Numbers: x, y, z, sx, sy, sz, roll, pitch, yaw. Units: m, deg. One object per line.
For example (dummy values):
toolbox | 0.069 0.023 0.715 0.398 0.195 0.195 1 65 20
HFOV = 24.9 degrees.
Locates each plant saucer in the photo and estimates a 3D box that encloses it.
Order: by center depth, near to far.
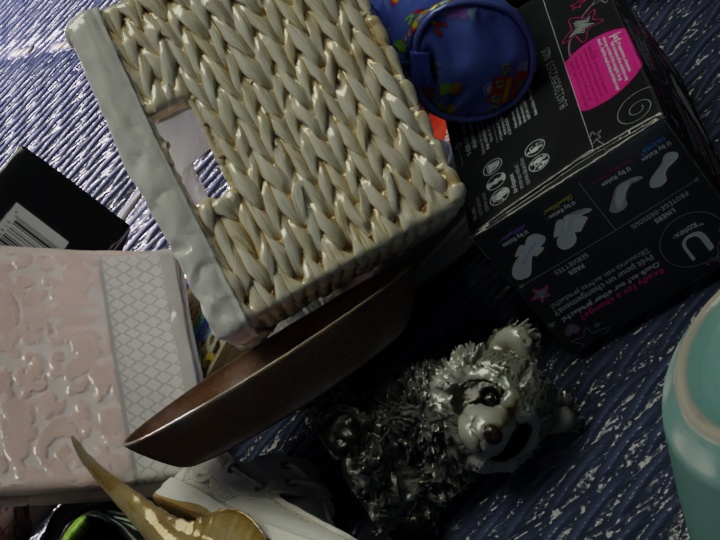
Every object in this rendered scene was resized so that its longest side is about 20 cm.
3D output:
plant saucer | -0.046 0.059 0.955 0.200 0.035 0.200 -32 2 1

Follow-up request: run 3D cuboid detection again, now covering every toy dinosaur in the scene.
toy dinosaur | -0.092 0.175 0.922 0.200 0.058 0.101 30 104 28

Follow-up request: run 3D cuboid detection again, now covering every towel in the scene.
towel | -0.200 0.065 1.094 0.032 0.191 0.200 112 150 -48

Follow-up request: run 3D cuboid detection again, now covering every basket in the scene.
basket | -0.051 -0.075 0.964 0.161 0.198 0.200 -26 -3 -3

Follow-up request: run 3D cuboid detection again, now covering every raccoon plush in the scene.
raccoon plush | 0.039 0.064 0.955 0.134 0.097 0.200 -33 32 0

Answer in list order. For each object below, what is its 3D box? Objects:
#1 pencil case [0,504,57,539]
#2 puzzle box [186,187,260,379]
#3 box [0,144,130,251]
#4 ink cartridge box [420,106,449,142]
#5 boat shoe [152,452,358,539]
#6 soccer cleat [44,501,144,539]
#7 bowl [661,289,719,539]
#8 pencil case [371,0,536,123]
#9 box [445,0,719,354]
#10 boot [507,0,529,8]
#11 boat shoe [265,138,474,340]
pencil case | -0.243 0.137 1.138 0.089 0.078 0.200 -2 32 30
puzzle box | -0.076 -0.020 1.153 0.200 0.025 0.133 -61 26 20
box | -0.267 0.012 1.254 0.148 0.104 0.200 -54 3 -16
ink cartridge box | 0.008 -0.106 1.216 0.200 0.050 0.109 -20 38 32
boat shoe | -0.050 0.140 0.974 0.200 0.071 0.069 13 58 52
soccer cleat | -0.163 0.177 1.041 0.068 0.081 0.200 -50 30 -12
bowl | 0.219 0.061 0.744 0.201 0.105 0.201 -27 35 21
pencil case | 0.040 -0.159 1.008 0.087 0.078 0.200 -14 29 -8
box | 0.134 -0.071 0.981 0.132 0.115 0.200 -33 31 18
boot | 0.151 -0.211 1.149 0.158 0.079 0.211 8 70 27
boat shoe | 0.001 0.000 1.086 0.202 0.065 0.074 -43 32 3
